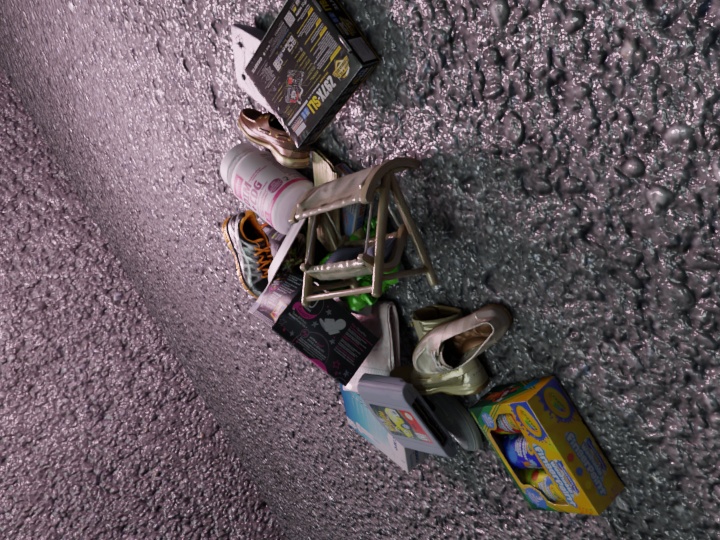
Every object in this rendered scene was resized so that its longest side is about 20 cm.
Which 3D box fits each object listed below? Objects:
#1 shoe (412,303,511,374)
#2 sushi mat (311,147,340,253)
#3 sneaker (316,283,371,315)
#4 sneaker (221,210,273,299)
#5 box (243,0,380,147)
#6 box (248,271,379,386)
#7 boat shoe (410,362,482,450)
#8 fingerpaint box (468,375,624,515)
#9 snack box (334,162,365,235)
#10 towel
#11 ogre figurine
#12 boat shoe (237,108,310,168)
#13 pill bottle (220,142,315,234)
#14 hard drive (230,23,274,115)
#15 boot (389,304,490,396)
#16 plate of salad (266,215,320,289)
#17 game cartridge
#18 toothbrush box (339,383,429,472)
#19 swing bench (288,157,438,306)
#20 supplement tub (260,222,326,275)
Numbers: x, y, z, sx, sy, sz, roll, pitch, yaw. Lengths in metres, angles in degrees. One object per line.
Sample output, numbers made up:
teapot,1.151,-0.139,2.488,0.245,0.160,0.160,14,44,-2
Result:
shoe,0.148,0.115,1.084,0.070,0.053,0.200,50,128,-3
sushi mat,-0.062,-0.117,1.264,0.096,0.012,0.201,51,151,44
sneaker,-0.031,0.024,1.368,0.200,0.072,0.085,22,103,54
sneaker,-0.204,-0.027,1.354,0.077,0.078,0.201,-31,88,46
box,-0.080,-0.312,1.054,0.160,0.049,0.200,53,136,5
box,-0.087,0.101,1.290,0.200,0.115,0.132,43,169,-29
boat shoe,0.145,0.265,1.300,0.201,0.071,0.070,53,152,10
fingerpaint box,0.285,0.278,1.085,0.201,0.073,0.167,58,152,0
snack box,-0.027,-0.101,1.258,0.072,0.024,0.201,46,150,24
towel,0.015,0.155,1.369,0.200,0.032,0.193,-3,90,59
ogre figurine,0.000,0.000,1.228,0.120,0.200,0.098,52,-163,0
boat shoe,-0.155,-0.259,1.269,0.200,0.072,0.068,40,130,36
pill bottle,-0.180,-0.164,1.347,0.200,0.113,0.114,38,146,33
hard drive,-0.149,-0.338,1.198,0.200,0.042,0.135,40,148,29
boot,0.113,0.138,1.198,0.199,0.073,0.156,-7,113,43
plate of salad,-0.110,-0.049,1.225,0.048,0.201,0.200,29,152,-6
game cartridge,0.080,0.266,1.259,0.133,0.041,0.200,3,137,49
toothbrush box,0.056,0.311,1.477,0.200,0.085,0.147,30,141,43
swing bench,-0.005,-0.058,1.070,0.198,0.129,0.202,-11,89,51
supplement tub,-0.165,-0.045,1.454,0.200,0.107,0.108,19,134,51
